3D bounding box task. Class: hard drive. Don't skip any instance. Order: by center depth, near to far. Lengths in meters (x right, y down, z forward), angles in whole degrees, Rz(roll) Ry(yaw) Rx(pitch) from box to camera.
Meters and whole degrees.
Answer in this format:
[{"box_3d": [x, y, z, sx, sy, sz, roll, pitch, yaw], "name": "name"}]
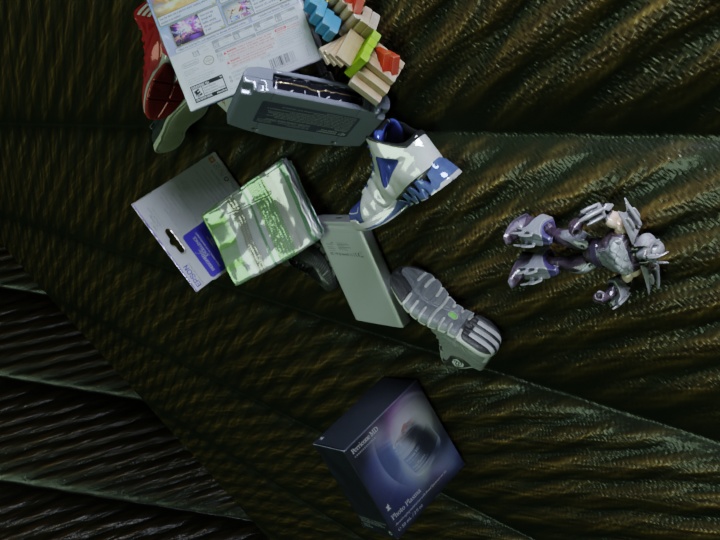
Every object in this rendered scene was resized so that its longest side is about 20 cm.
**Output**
[{"box_3d": [0.000, 0.000, 1.292, 0.131, 0.027, 0.203, 6, 126, 51], "name": "hard drive"}]

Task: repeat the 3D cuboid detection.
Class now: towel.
[{"box_3d": [-0.170, -0.079, 1.305, 0.198, 0.031, 0.151, -28, 85, 23], "name": "towel"}]

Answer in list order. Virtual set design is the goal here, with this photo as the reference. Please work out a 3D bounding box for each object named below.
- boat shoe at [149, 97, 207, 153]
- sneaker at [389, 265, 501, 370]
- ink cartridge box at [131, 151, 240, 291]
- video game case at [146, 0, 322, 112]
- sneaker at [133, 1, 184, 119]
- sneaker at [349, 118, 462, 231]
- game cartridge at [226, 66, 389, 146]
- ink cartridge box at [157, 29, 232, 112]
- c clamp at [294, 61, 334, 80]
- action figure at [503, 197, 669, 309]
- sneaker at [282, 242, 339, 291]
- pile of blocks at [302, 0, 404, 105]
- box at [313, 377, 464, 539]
[{"box_3d": [-0.337, -0.292, 1.404, 0.199, 0.074, 0.067, -38, 73, 53], "name": "boat shoe"}, {"box_3d": [0.117, 0.088, 1.177, 0.199, 0.075, 0.116, 39, 150, 20], "name": "sneaker"}, {"box_3d": [-0.293, -0.090, 1.429, 0.200, 0.199, 0.043, 54, 149, -4], "name": "ink cartridge box"}, {"box_3d": [-0.167, -0.332, 1.008, 0.196, 0.046, 0.184, -18, 104, 12], "name": "video game case"}, {"box_3d": [-0.342, -0.369, 1.306, 0.116, 0.078, 0.202, 45, 120, 32], "name": "sneaker"}, {"box_3d": [0.044, -0.139, 1.043, 0.198, 0.080, 0.116, -27, 96, 53], "name": "sneaker"}, {"box_3d": [-0.074, -0.213, 1.027, 0.133, 0.196, 0.042, 141, 132, -62], "name": "game cartridge"}, {"box_3d": [-0.222, -0.349, 1.152, 0.200, 0.083, 0.146, 44, 153, 23], "name": "ink cartridge box"}, {"box_3d": [-0.084, -0.320, 1.077, 0.170, 0.027, 0.202, 0, 124, 60], "name": "c clamp"}, {"box_3d": [0.258, -0.019, 0.874, 0.198, 0.069, 0.132, 3, 120, 49], "name": "action figure"}, {"box_3d": [-0.119, -0.034, 1.357, 0.201, 0.090, 0.066, 54, 151, -4], "name": "sneaker"}, {"box_3d": [-0.015, -0.304, 0.934, 0.202, 0.082, 0.062, 56, 150, -5], "name": "pile of blocks"}, {"box_3d": [0.054, 0.336, 1.400, 0.122, 0.199, 0.200, -10, 115, 57], "name": "box"}]
